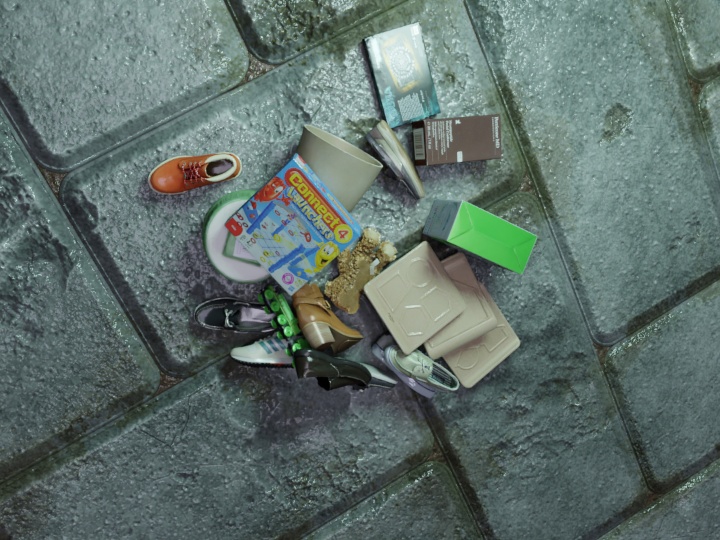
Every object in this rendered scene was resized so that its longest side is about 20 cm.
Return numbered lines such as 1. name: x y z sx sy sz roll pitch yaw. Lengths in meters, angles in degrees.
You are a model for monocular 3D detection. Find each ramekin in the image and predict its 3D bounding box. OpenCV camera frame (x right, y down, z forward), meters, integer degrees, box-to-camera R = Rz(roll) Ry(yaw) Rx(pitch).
1. ramekin: -0.244 -0.069 1.207 0.195 0.098 0.205 -2 99 -12

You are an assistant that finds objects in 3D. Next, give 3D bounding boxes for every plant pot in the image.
1. plant pot: -0.078 -0.176 1.201 0.184 0.188 0.203 24 107 -15

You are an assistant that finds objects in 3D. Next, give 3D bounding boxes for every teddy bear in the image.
1. teddy bear: 0.000 0.000 1.300 0.143 0.067 0.204 21 88 -24

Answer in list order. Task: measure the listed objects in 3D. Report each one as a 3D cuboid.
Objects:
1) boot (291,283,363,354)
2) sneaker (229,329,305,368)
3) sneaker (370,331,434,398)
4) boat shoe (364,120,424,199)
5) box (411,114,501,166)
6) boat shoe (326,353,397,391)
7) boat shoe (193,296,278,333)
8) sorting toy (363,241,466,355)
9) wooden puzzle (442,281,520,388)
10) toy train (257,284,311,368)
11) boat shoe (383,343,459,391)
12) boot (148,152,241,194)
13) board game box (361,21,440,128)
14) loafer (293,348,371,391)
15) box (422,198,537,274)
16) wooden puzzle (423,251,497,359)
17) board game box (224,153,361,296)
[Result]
1. boot: -0.075 0.105 1.281 0.073 0.199 0.157 -35 67 18
2. sneaker: -0.197 0.172 1.285 0.195 0.070 0.096 2 72 -4
3. sneaker: 0.116 0.227 1.351 0.199 0.073 0.071 42 91 -16
4. boat shoe: 0.080 -0.240 1.272 0.064 0.072 0.201 -27 118 18
5. box: 0.220 -0.295 1.277 0.196 0.075 0.103 -10 103 -20
6. boat shoe: -0.011 0.250 1.319 0.196 0.074 0.062 18 91 -13
7. boat shoe: -0.270 0.104 1.250 0.195 0.060 0.076 6 98 -14
8. sorting toy: 0.126 0.062 1.290 0.198 0.036 0.187 -35 94 -16
9. wooden puzzle: 0.272 0.157 1.392 0.184 0.046 0.201 -38 100 -4
10. toy train: -0.159 0.121 1.228 0.056 0.041 0.203 -29 93 -44
11. boat shoe: 0.145 0.223 1.302 0.197 0.062 0.073 28 70 -21
12. boot: -0.345 -0.204 1.160 0.196 0.107 0.077 -16 104 -8
13. board game box: 0.093 -0.434 1.259 0.133 0.028 0.204 -18 103 -9
14. loafer: -0.063 0.226 1.210 0.197 0.072 0.073 22 67 -29
15. box: 0.266 -0.084 1.280 0.197 0.176 0.098 22 93 -15
16. wooden puzzle: 0.206 0.084 1.343 0.182 0.037 0.203 -25 86 -2
17. board game box: -0.133 -0.088 1.120 0.195 0.056 0.200 -39 105 15
